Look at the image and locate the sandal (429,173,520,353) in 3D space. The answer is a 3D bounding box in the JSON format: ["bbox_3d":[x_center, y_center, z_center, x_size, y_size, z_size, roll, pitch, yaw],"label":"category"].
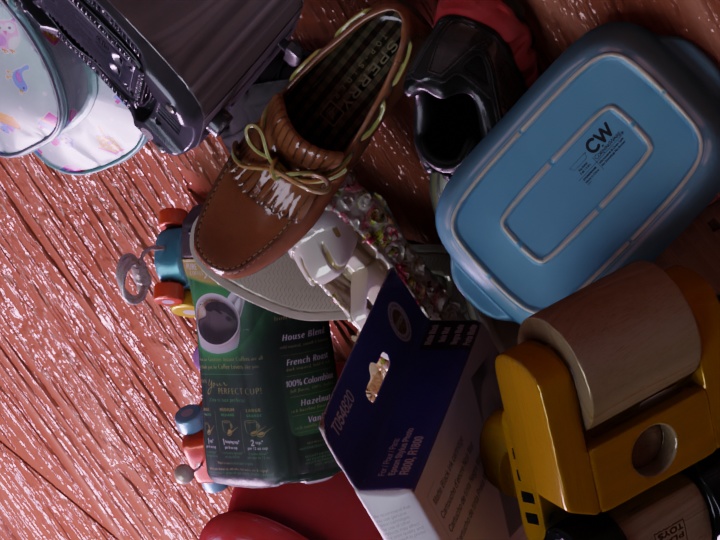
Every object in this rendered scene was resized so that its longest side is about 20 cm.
[{"bbox_3d":[0.101,-0.002,1.704,0.057,0.080,0.202,-2,131,31],"label":"sandal"}]

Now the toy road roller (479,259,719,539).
[{"bbox_3d":[0.130,0.085,1.525,0.146,0.122,0.201,32,141,53],"label":"toy road roller"}]

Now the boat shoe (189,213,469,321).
[{"bbox_3d":[-0.018,-0.001,1.782,0.199,0.072,0.068,11,-179,-6],"label":"boat shoe"}]

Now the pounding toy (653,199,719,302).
[{"bbox_3d":[0.229,0.065,1.614,0.184,0.142,0.200,53,148,7],"label":"pounding toy"}]

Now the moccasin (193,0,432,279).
[{"bbox_3d":[-0.031,-0.079,1.611,0.074,0.201,0.078,47,-169,10],"label":"moccasin"}]

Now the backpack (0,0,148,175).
[{"bbox_3d":[-0.203,-0.158,1.765,0.200,0.154,0.175,46,144,-16],"label":"backpack"}]

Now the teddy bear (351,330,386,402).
[{"bbox_3d":[0.067,0.113,1.791,0.199,0.067,0.146,23,129,27],"label":"teddy bear"}]

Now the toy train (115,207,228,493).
[{"bbox_3d":[-0.108,0.054,1.939,0.055,0.150,0.201,-5,121,23],"label":"toy train"}]

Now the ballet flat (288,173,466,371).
[{"bbox_3d":[0.000,0.000,1.686,0.075,0.064,0.200,-31,112,35],"label":"ballet flat"}]

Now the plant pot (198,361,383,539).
[{"bbox_3d":[-0.012,0.196,1.980,0.200,0.183,0.201,29,146,22],"label":"plant pot"}]

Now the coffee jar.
[{"bbox_3d":[-0.067,0.047,1.864,0.104,0.085,0.201,0,98,50],"label":"coffee jar"}]

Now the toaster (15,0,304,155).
[{"bbox_3d":[-0.127,-0.180,1.631,0.200,0.129,0.114,45,162,6],"label":"toaster"}]

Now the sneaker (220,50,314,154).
[{"bbox_3d":[-0.046,-0.109,1.732,0.091,0.076,0.200,48,147,-2],"label":"sneaker"}]

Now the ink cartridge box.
[{"bbox_3d":[0.058,0.119,1.608,0.040,0.200,0.201,-20,112,25],"label":"ink cartridge box"}]

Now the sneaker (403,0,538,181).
[{"bbox_3d":[0.083,-0.071,1.610,0.071,0.098,0.201,5,136,41],"label":"sneaker"}]

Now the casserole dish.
[{"bbox_3d":[0.126,-0.050,1.522,0.121,0.200,0.039,45,-165,6],"label":"casserole dish"}]
